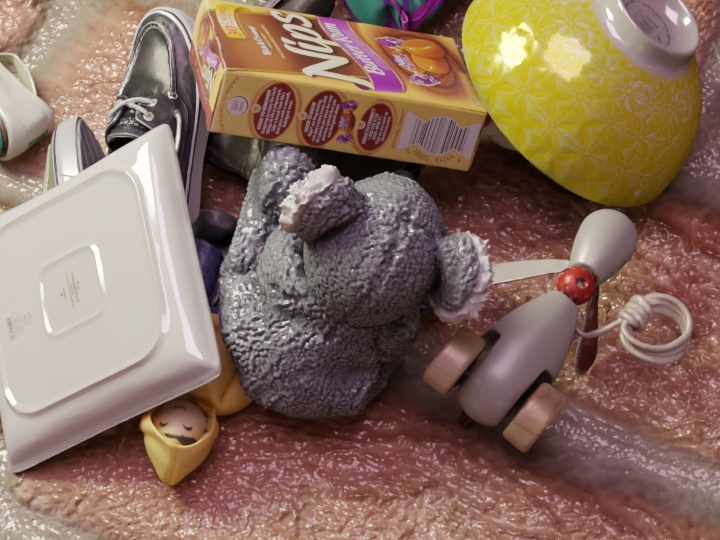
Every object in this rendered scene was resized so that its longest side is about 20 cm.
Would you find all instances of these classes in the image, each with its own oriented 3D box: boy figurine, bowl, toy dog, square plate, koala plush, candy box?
[{"bbox_3d":[-0.121,0.056,1.686,0.124,0.064,0.200,20,62,-4],"label":"boy figurine"},{"bbox_3d":[0.184,-0.158,1.707,0.200,0.108,0.200,24,44,-25],"label":"bowl"},{"bbox_3d":[0.126,0.050,1.662,0.200,0.096,0.132,-27,79,-24],"label":"toy dog"},{"bbox_3d":[-0.200,0.019,1.672,0.198,0.028,0.200,-26,64,26],"label":"square plate"},{"bbox_3d":[0.000,0.000,1.606,0.177,0.200,0.184,31,63,-11],"label":"koala plush"},{"bbox_3d":[-0.018,-0.136,1.698,0.200,0.057,0.117,6,31,-17],"label":"candy box"}]

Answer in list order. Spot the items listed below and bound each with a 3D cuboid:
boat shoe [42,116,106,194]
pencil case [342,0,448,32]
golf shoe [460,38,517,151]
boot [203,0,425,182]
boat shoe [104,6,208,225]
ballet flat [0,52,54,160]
[{"bbox_3d":[-0.218,-0.025,1.746,0.062,0.072,0.200,-18,58,13],"label":"boat shoe"},{"bbox_3d":[0.073,-0.259,1.841,0.200,0.085,0.092,-39,57,-23],"label":"pencil case"},{"bbox_3d":[0.127,-0.158,1.803,0.091,0.075,0.200,34,42,-21],"label":"golf shoe"},{"bbox_3d":[-0.025,-0.116,1.790,0.174,0.069,0.200,29,75,19],"label":"boot"},{"bbox_3d":[-0.159,-0.104,1.747,0.072,0.068,0.201,1,82,31],"label":"boat shoe"},{"bbox_3d":[-0.309,-0.167,1.851,0.069,0.069,0.200,-33,66,-14],"label":"ballet flat"}]
